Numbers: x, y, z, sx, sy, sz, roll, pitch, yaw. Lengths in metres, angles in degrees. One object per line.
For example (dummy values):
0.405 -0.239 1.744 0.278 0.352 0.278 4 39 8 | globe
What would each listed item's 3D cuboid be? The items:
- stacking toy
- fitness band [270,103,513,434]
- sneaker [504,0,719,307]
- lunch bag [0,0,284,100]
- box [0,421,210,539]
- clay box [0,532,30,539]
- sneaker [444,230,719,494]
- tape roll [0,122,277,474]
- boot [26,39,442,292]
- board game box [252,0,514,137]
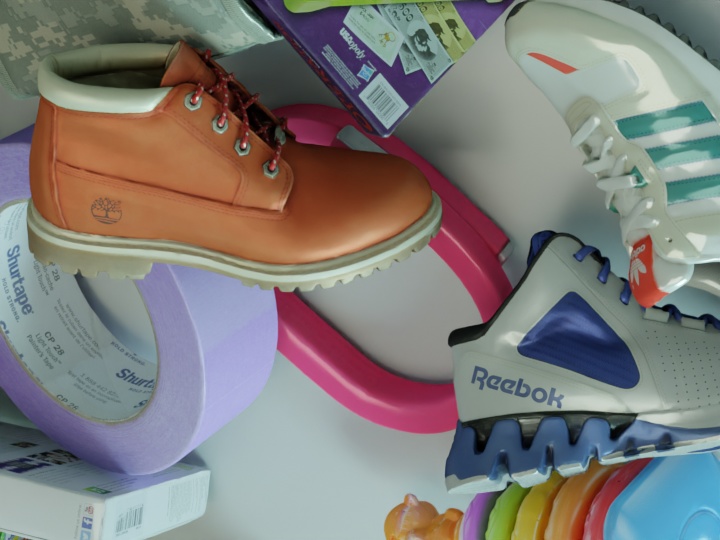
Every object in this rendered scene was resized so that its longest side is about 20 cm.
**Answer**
0.094 0.149 0.799 0.199 0.109 0.117 -1 110 40 | stacking toy
0.000 0.000 0.797 0.200 0.037 0.144 42 129 2 | fitness band
0.134 -0.040 0.658 0.199 0.094 0.070 37 168 1 | sneaker
-0.124 -0.187 0.705 0.163 0.118 0.202 -8 108 29 | lunch bag
-0.209 0.123 0.896 0.198 0.144 0.037 11 93 18 | box
-0.278 0.233 1.013 0.047 0.115 0.201 27 124 12 | clay box
0.127 0.032 0.704 0.197 0.081 0.116 -11 78 5 | sneaker
-0.142 0.011 0.831 0.199 0.066 0.202 20 125 31 | tape roll
-0.056 -0.052 0.688 0.198 0.075 0.108 1 123 -7 | boot
-0.015 -0.171 0.638 0.120 0.032 0.200 -44 112 -6 | board game box
